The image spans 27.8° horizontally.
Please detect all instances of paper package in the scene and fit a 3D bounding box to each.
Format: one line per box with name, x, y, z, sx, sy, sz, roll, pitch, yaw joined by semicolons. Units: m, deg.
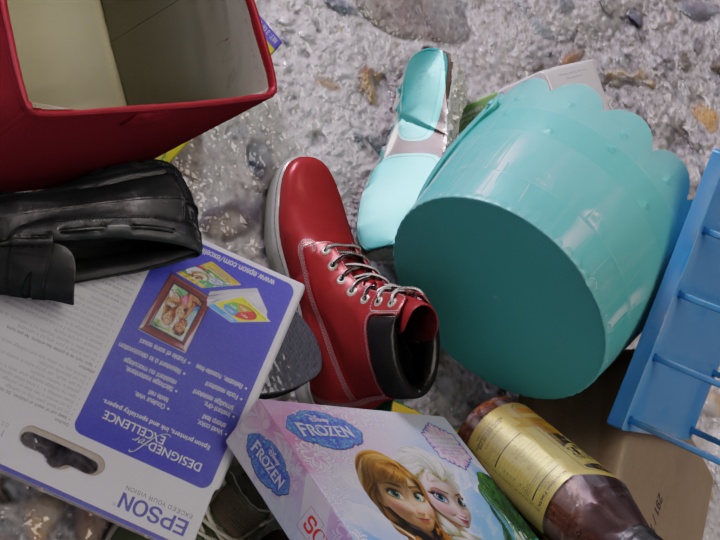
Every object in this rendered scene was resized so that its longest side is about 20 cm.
paper package;0.184;0.196;1.110;0.191;0.103;0.201;51;47;-41

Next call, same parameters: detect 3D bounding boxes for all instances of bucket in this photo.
bucket;0.130;-0.017;1.047;0.135;0.207;0.208;-44;104;-35

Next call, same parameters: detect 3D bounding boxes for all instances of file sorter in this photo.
file sorter;0.284;0.040;1.013;0.138;0.122;0.201;15;96;-57

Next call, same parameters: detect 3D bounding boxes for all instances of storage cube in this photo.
storage cube;-0.185;-0.149;0.861;0.199;0.179;0.172;-12;84;-45

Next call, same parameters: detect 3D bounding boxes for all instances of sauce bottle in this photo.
sauce bottle;0.145;0.158;0.983;0.066;0.200;0.066;-20;128;-28

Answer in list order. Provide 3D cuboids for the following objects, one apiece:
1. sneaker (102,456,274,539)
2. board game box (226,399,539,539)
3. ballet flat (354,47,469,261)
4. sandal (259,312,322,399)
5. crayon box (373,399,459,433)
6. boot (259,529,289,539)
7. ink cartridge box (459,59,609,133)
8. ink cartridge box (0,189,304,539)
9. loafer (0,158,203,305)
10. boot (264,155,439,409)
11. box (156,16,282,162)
sneaker;-0.103;0.162;0.954;0.067;0.090;0.201;48;55;-16
board game box;0.039;0.170;0.915;0.199;0.041;0.200;12;33;-51
ballet flat;0.051;-0.085;1.159;0.071;0.072;0.201;30;63;-26
sandal;-0.123;0.057;1.004;0.199;0.043;0.077;-2;72;-25
crayon box;0.035;0.210;1.061;0.118;0.058;0.201;27;63;-28
boot;-0.084;0.291;0.952;0.200;0.064;0.188;-36;128;-55
ink cartridge box;0.163;-0.057;1.196;0.067;0.117;0.202;-17;89;-39
ink cartridge box;-0.161;0.057;0.930;0.196;0.047;0.201;25;64;-3
loafer;-0.193;-0.012;0.891;0.199;0.068;0.071;-17;65;-20
boot;0.000;0.000;1.043;0.072;0.144;0.202;-4;78;-35
box;-0.155;-0.142;1.033;0.117;0.048;0.200;48;56;-15
